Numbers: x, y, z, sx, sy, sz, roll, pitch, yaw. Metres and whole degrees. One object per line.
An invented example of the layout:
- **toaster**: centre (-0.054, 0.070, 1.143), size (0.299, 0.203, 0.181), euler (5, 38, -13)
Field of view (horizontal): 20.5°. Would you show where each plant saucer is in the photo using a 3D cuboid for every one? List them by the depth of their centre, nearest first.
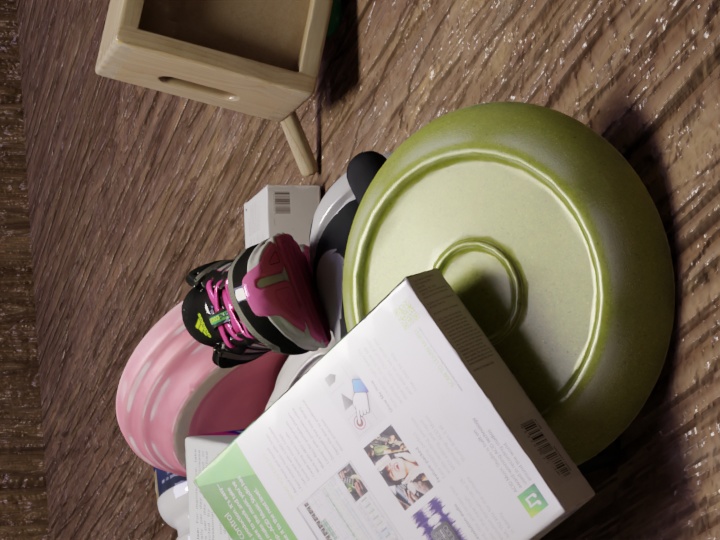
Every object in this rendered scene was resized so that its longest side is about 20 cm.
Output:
- **plant saucer**: centre (0.066, 0.012, 1.039), size (0.200, 0.031, 0.200), euler (2, 94, 34)
- **plant saucer**: centre (-0.077, 0.084, 1.450), size (0.051, 0.200, 0.201), euler (54, 144, 38)

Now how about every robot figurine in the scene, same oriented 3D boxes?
- **robot figurine**: centre (0.038, 0.016, 1.176), size (0.200, 0.125, 0.150), euler (-112, 37, -49)

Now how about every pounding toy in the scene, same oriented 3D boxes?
- **pounding toy**: centre (-0.095, -0.195, 1.560), size (0.142, 0.200, 0.184), euler (154, 128, -72)

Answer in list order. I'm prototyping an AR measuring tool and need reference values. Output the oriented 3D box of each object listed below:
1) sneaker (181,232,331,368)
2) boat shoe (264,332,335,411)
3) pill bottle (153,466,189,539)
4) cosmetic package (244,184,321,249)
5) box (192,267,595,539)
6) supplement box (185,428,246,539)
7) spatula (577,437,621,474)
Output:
- **sneaker**: centre (-0.068, 0.024, 1.221), size (0.200, 0.087, 0.074), euler (-28, -81, -87)
- **boat shoe**: centre (-0.043, 0.130, 1.407), size (0.069, 0.071, 0.200), euler (-67, -1, -55)
- **pill bottle**: centre (-0.124, 0.162, 1.739), size (0.116, 0.116, 0.200), euler (120, 146, -59)
- **cosmetic package**: centre (-0.059, 0.035, 1.629), size (0.083, 0.051, 0.200), euler (155, 113, -70)
- **box**: centre (0.012, 0.114, 1.049), size (0.200, 0.036, 0.144), euler (-43, 74, 33)
- **supplement box**: centre (-0.014, 0.152, 1.201), size (0.200, 0.101, 0.104), euler (0, 94, 55)
- **spatula**: centre (0.103, 0.119, 1.145), size (0.200, 0.021, 0.057), euler (138, 131, -67)
